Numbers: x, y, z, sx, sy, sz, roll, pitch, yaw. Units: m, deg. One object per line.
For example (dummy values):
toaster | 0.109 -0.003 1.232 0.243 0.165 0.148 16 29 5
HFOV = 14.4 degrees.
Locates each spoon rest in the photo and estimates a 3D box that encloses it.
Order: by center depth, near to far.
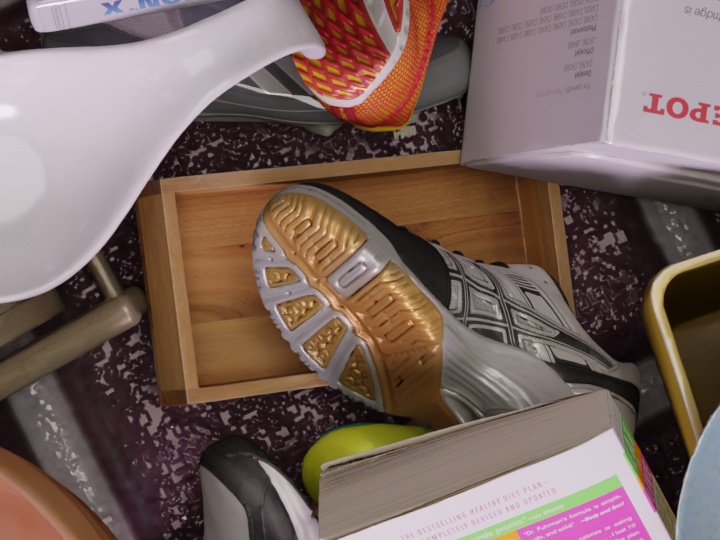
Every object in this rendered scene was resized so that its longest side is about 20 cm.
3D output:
spoon rest | -0.106 -0.062 1.165 0.200 0.061 0.099 -31 91 -9

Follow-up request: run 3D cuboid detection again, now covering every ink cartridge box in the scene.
ink cartridge box | 0.148 -0.136 1.265 0.147 0.146 0.200 9 85 -24

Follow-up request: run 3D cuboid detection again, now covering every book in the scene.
book | 0.082 0.146 1.231 0.133 0.048 0.200 -18 128 14

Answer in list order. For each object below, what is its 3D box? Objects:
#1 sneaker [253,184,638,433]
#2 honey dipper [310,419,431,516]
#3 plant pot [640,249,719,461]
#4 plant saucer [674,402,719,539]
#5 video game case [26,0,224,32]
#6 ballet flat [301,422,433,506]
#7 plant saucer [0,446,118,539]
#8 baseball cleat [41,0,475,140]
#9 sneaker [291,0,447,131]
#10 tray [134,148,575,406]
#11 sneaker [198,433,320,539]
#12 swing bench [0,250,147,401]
sneaker | 0.039 0.023 1.249 0.200 0.076 0.088 41 46 -15
honey dipper | -0.029 0.118 1.314 0.200 0.038 0.038 -41 93 -9
plant pot | 0.231 0.067 1.274 0.200 0.176 0.200 -18 91 -7
plant saucer | 0.223 0.112 1.164 0.201 0.039 0.201 0 89 -7
video game case | -0.060 -0.192 1.210 0.182 0.022 0.200 -10 51 -2
ballet flat | 0.068 0.126 1.286 0.200 0.067 0.067 23 116 -18
plant saucer | -0.140 0.160 1.172 0.037 0.200 0.200 -22 91 -42
baseball cleat | -0.045 -0.112 1.290 0.200 0.070 0.107 -5 114 -7
sneaker | 0.014 -0.159 1.259 0.073 0.077 0.200 14 80 18
tray | 0.000 0.000 1.288 0.200 0.037 0.099 -7 89 -28
sneaker | -0.050 0.169 1.257 0.080 0.074 0.200 -17 113 -20
swing bench | -0.227 -0.018 1.251 0.200 0.130 0.199 -29 92 -1
